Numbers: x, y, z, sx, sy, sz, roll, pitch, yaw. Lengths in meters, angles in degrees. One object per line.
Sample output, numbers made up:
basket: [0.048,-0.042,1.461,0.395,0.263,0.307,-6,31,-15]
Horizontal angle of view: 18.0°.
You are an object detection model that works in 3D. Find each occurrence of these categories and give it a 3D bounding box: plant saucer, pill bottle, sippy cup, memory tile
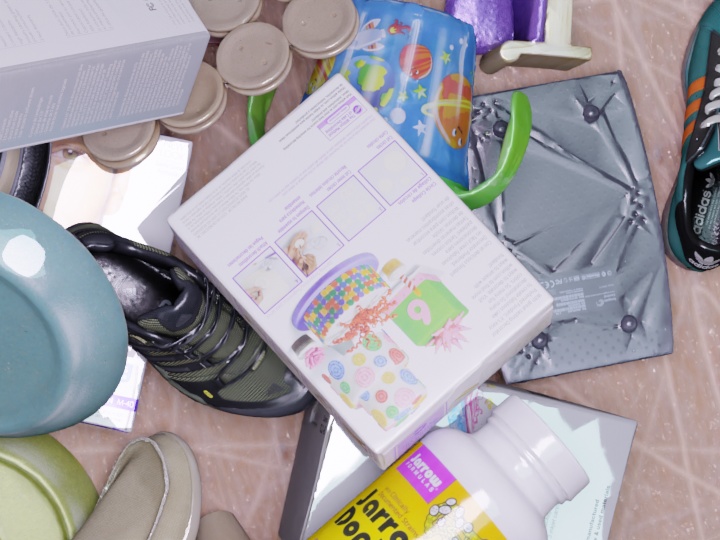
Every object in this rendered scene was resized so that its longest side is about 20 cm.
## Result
plant saucer: [-0.246,0.036,1.432,0.200,0.036,0.200,9,127,12]
pill bottle: [0.042,0.167,1.391,0.200,0.104,0.104,-41,94,-5]
sippy cup: [0.019,-0.110,1.522,0.177,0.140,0.131,13,84,-10]
memory tile: [-0.110,-0.164,1.506,0.200,0.017,0.153,-28,62,-1]
plant saucer: [-0.268,0.193,1.533,0.200,0.031,0.200,0,89,-7]

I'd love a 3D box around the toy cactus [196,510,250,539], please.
toy cactus: [-0.079,0.238,1.511,0.102,0.200,0.165,-25,53,-1]

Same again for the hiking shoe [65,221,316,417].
hiking shoe: [-0.112,0.039,1.459,0.200,0.101,0.076,29,86,-10]

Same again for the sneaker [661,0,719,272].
sneaker: [0.258,-0.097,1.578,0.071,0.080,0.200,9,89,-6]

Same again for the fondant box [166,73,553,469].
fondant box: [0.000,0.000,1.400,0.144,0.058,0.200,-40,75,-9]

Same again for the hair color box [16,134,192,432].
hair color box: [-0.186,0.000,1.530,0.109,0.065,0.200,12,86,-7]

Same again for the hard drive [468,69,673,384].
hard drive: [0.139,-0.030,1.582,0.135,0.042,0.200,-10,90,-8]

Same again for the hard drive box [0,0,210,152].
hard drive box: [-0.221,-0.159,1.423,0.200,0.077,0.156,-14,56,-32]

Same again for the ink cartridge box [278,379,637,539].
ink cartridge box: [0.059,0.140,1.518,0.200,0.145,0.145,15,88,-6]

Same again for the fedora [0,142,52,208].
fedora: [-0.298,-0.078,1.472,0.200,0.092,0.201,-1,85,16]

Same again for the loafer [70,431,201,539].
loafer: [-0.167,0.197,1.499,0.068,0.076,0.200,30,75,-42]

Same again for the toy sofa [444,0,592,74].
toy sofa: [0.109,-0.237,1.561,0.097,0.083,0.200,4,89,-9]

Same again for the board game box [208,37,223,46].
board game box: [-0.192,-0.201,1.553,0.200,0.019,0.103,-3,91,-8]
